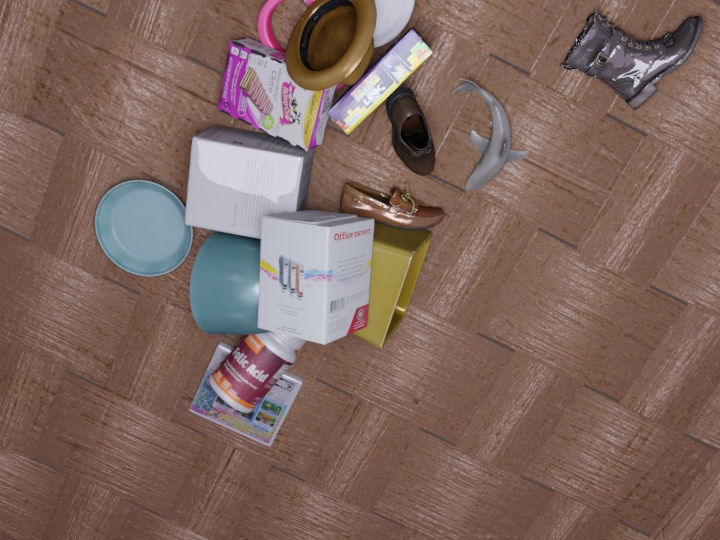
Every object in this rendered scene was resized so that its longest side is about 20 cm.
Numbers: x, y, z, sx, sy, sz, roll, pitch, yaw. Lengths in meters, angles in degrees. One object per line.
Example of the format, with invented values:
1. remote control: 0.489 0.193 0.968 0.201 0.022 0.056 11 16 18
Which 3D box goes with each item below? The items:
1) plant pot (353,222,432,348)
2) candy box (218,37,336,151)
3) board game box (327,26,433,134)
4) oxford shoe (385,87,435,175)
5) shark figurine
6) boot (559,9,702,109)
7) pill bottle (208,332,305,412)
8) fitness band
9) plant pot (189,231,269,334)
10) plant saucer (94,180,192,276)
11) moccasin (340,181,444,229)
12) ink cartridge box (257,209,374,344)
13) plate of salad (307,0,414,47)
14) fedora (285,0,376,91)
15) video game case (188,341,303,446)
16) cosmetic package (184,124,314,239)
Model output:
1. plant pot: 0.000 0.000 1.396 0.200 0.196 0.194 21 110 10
2. candy box: -0.151 -0.319 1.320 0.200 0.061 0.136 26 121 14
3. board game box: 0.035 -0.337 1.285 0.200 0.165 0.057 -42 101 15
4. oxford shoe: 0.098 -0.230 1.324 0.073 0.084 0.200 -26 143 5
5. shark figurine: 0.246 -0.255 1.339 0.128 0.090 0.215 -8 110 6
6. boot: 0.473 -0.398 1.280 0.174 0.069 0.200 34 110 -8
7. pill bottle: -0.205 0.182 1.494 0.114 0.114 0.200 40 92 -9
8. fitness band: -0.094 -0.413 1.317 0.200 0.037 0.144 45 123 -12
9. plant pot: -0.203 0.030 1.393 0.161 0.201 0.201 5 110 19
10. plant saucer: -0.433 -0.088 1.476 0.200 0.036 0.200 1 109 3
11. moccasin: 0.063 -0.129 1.404 0.201 0.074 0.078 13 114 3
12. ink cartridge box: -0.076 0.003 1.254 0.145 0.145 0.200 12 104 30
13. plate of salad: 0.000 -0.494 1.288 0.200 0.048 0.200 8 123 12
14. fedora: -0.034 -0.376 1.220 0.201 0.201 0.082 -42 142 16
15. video game case: -0.251 0.272 1.592 0.200 0.024 0.182 25 109 -5
16. cosmetic package: -0.202 -0.164 1.362 0.200 0.167 0.166 10 110 0
